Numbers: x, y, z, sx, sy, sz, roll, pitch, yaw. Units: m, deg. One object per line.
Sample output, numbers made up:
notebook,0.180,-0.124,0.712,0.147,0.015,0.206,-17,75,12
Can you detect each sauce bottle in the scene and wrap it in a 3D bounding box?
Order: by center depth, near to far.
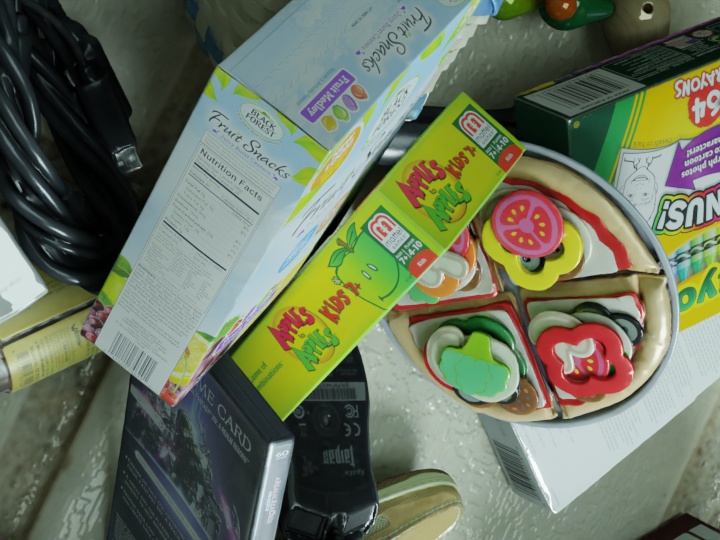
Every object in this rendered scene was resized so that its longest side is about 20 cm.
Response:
sauce bottle,-0.134,0.008,0.990,0.200,0.065,0.065,-24,114,-24

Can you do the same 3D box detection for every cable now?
cable,-0.163,-0.082,0.897,0.051,0.163,0.200,-14,125,10

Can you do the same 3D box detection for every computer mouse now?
computer mouse,-0.051,0.125,1.053,0.140,0.046,0.200,-4,76,-37

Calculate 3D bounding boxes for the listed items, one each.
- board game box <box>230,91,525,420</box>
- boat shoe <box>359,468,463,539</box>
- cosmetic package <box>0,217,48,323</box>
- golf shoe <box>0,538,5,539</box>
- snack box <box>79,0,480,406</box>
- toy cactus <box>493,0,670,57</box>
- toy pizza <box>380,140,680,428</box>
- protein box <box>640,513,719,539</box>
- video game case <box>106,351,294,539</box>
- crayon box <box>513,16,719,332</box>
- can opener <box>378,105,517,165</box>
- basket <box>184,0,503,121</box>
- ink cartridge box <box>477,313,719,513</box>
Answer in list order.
board game box,0.000,0.000,0.973,0.048,0.200,0.102,41,46,-2
boat shoe,-0.012,0.196,1.102,0.200,0.076,0.072,-29,141,-18
cosmetic package,-0.255,-0.042,0.864,0.113,0.081,0.200,-34,101,-19
golf shoe,-0.180,0.222,1.028,0.091,0.075,0.200,-33,131,15
snack box,-0.038,-0.052,0.867,0.068,0.200,0.169,36,45,4
toy cactus,0.158,-0.190,1.117,0.200,0.102,0.165,-39,139,-20
toy pizza,0.088,0.015,1.061,0.032,0.200,0.200,-52,130,-49
protein box,0.210,0.315,1.244,0.200,0.135,0.199,-25,115,-24
video game case,-0.091,0.125,0.965,0.019,0.143,0.200,-10,129,-32
crayon box,0.194,-0.052,1.112,0.200,0.058,0.173,-23,121,-26
can opener,0.073,-0.077,1.097,0.200,0.063,0.079,2,103,-33
basket,-0.004,-0.187,0.961,0.176,0.139,0.200,6,130,-33
ink cartridge box,0.169,0.057,1.202,0.200,0.050,0.109,-36,118,-20
